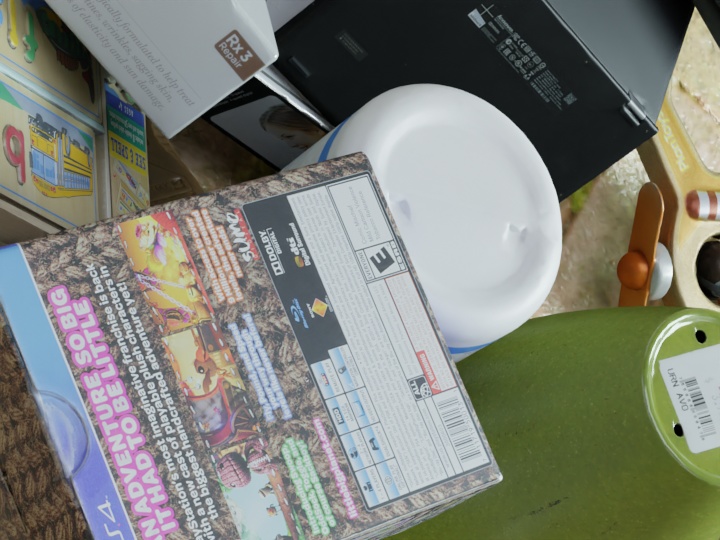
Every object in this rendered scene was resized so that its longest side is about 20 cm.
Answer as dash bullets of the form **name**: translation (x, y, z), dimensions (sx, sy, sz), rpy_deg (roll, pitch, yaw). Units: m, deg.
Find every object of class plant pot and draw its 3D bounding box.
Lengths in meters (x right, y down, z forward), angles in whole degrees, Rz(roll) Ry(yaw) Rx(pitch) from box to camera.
- **plant pot**: translation (0.128, 0.097, 1.186), dimensions (0.186, 0.200, 0.189), rpy_deg (12, 66, -27)

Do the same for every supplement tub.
- **supplement tub**: translation (0.000, 0.000, 1.148), dimensions (0.131, 0.200, 0.133), rpy_deg (12, 64, -26)

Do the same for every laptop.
- **laptop**: translation (0.074, -0.145, 1.202), dimensions (0.187, 0.200, 0.116), rpy_deg (44, 19, -32)

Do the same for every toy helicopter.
- **toy helicopter**: translation (0.188, -0.039, 1.343), dimensions (0.132, 0.079, 0.201), rpy_deg (-30, 98, -24)

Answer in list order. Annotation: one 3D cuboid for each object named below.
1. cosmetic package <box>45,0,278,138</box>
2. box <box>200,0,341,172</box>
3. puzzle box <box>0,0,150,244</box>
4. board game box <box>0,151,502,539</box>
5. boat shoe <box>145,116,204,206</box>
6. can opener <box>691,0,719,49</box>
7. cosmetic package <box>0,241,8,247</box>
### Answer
- **cosmetic package**: translation (-0.103, -0.156, 1.094), dimensions (0.102, 0.074, 0.200), rpy_deg (50, 13, -25)
- **box**: translation (-0.007, -0.103, 1.235), dimensions (0.200, 0.060, 0.117), rpy_deg (34, 56, -38)
- **puzzle box**: translation (-0.152, -0.075, 1.031), dimensions (0.200, 0.025, 0.134), rpy_deg (32, 51, -64)
- **board game box**: translation (-0.066, 0.058, 0.968), dimensions (0.199, 0.097, 0.160), rpy_deg (-16, 78, -35)
- **boat shoe**: translation (-0.134, -0.060, 1.176), dimensions (0.071, 0.065, 0.201), rpy_deg (-11, 60, -27)
- **can opener**: translation (0.174, -0.163, 1.211), dimensions (0.067, 0.053, 0.201), rpy_deg (-39, 115, -11)
- **cosmetic package**: translation (-0.210, -0.081, 1.100), dimensions (0.101, 0.074, 0.202), rpy_deg (-5, 71, 1)
